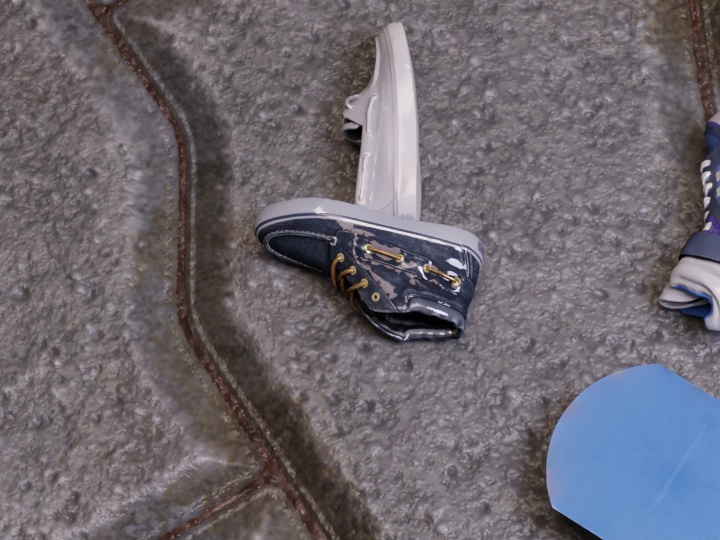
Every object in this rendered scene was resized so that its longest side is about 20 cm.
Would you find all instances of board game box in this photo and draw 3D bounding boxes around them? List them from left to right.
[{"bbox_3d":[0.246,0.170,1.624,0.199,0.039,0.158,31,64,14],"label":"board game box"}]

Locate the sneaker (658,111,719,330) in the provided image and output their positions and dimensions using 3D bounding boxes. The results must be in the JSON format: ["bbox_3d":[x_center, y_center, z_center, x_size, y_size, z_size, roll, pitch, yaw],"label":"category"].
[{"bbox_3d":[0.296,-0.036,1.705,0.146,0.081,0.200,-34,46,5],"label":"sneaker"}]

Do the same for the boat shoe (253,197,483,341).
[{"bbox_3d":[0.000,0.000,1.716,0.199,0.071,0.091,8,59,8],"label":"boat shoe"}]

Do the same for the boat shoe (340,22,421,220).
[{"bbox_3d":[0.016,-0.127,1.792,0.068,0.072,0.201,-4,70,4],"label":"boat shoe"}]
